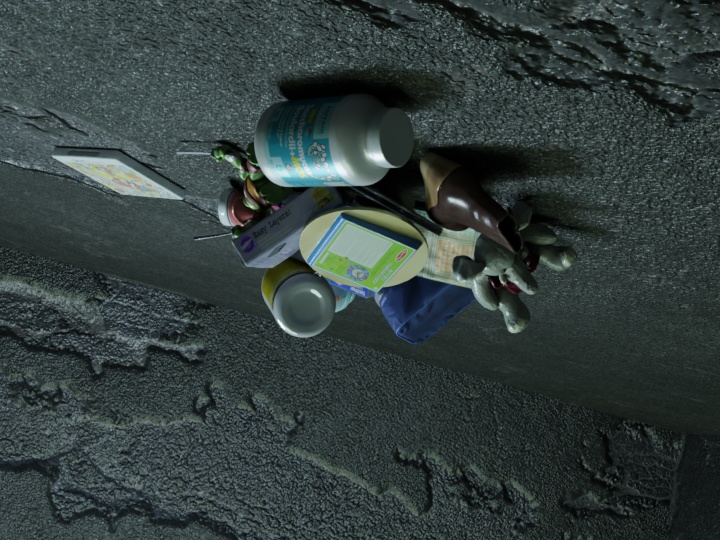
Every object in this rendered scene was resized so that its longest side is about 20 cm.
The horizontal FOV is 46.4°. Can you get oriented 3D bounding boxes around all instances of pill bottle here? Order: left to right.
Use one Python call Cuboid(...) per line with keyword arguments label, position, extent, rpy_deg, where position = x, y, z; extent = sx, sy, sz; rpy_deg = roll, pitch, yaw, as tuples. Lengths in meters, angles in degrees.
Cuboid(label="pill bottle", position=(-0.117, 0.038, 1.505), extent=(0.111, 0.114, 0.200), rpy_deg=(18, -171, -20))
Cuboid(label="pill bottle", position=(-0.032, -0.162, 1.051), extent=(0.198, 0.113, 0.110), rpy_deg=(3, 164, 40))

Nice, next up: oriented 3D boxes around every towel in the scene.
Cuboid(label="towel", position=(0.179, -0.031, 1.416), extent=(0.197, 0.022, 0.148), rpy_deg=(12, 126, 13))

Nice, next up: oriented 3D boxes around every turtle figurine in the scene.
Cuboid(label="turtle figurine", position=(-0.195, -0.126, 1.337), extent=(0.197, 0.146, 0.194), rpy_deg=(15, 164, -19))

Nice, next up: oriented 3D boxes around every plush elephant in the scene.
Cuboid(label="plush elephant", position=(0.225, -0.015, 1.285), extent=(0.200, 0.165, 0.155), rpy_deg=(44, -169, 1))

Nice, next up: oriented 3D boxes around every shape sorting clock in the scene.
Cuboid(label="shape sorting clock", position=(0.005, -0.034, 1.277), extent=(0.197, 0.040, 0.201), rpy_deg=(7, 144, 5))

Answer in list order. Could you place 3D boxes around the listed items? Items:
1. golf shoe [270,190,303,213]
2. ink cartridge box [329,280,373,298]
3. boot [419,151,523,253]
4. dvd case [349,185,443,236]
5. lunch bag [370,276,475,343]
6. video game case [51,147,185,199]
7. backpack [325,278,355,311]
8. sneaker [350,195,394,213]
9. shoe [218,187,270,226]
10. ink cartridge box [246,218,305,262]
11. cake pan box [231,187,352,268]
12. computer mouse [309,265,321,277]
Cuboid(label="golf shoe", position=(-0.087, -0.111, 1.481), extent=(0.198, 0.093, 0.073), rpy_deg=(31, -159, -3))
Cuboid(label="ink cartridge box", position=(0.031, 0.006, 1.683), extent=(0.093, 0.045, 0.199), rpy_deg=(21, -162, 29))
Cuboid(label="boot", position=(0.162, -0.071, 1.185), extent=(0.166, 0.072, 0.200), rpy_deg=(45, 178, 31))
Cuboid(label="dvd case", position=(0.018, -0.116, 1.269), extent=(0.148, 0.016, 0.199), rpy_deg=(25, -173, -40))
Cuboid(label="lunch bag", position=(0.121, 0.021, 1.560), extent=(0.133, 0.199, 0.136), rpy_deg=(55, -171, 28))
Cuboid(label="video game case", position=(-0.476, -0.190, 1.660), extent=(0.180, 0.023, 0.200), rpy_deg=(7, 167, 31))
Cuboid(label="backpack", position=(-0.090, 0.011, 1.779), extent=(0.151, 0.179, 0.199), rpy_deg=(1, 176, -28))
Cuboid(label="sneaker", position=(0.021, -0.070, 1.380), extent=(0.071, 0.081, 0.200), rpy_deg=(26, -175, 14))
Cuboid(label="shoe", position=(-0.201, -0.107, 1.620), extent=(0.090, 0.073, 0.200), rpy_deg=(10, 173, 13))
Cuboid(label="ink cartridge box", position=(-0.084, -0.045, 1.570), extent=(0.198, 0.044, 0.197), rpy_deg=(24, -168, 30))
Cuboid(label="cake pan box", position=(-0.099, -0.072, 1.348), extent=(0.183, 0.053, 0.200), rpy_deg=(-32, 176, 7))
Cuboid(label="computer mouse", position=(0.000, 0.000, 1.422), extent=(0.138, 0.047, 0.200), rpy_deg=(-14, 171, 20))
